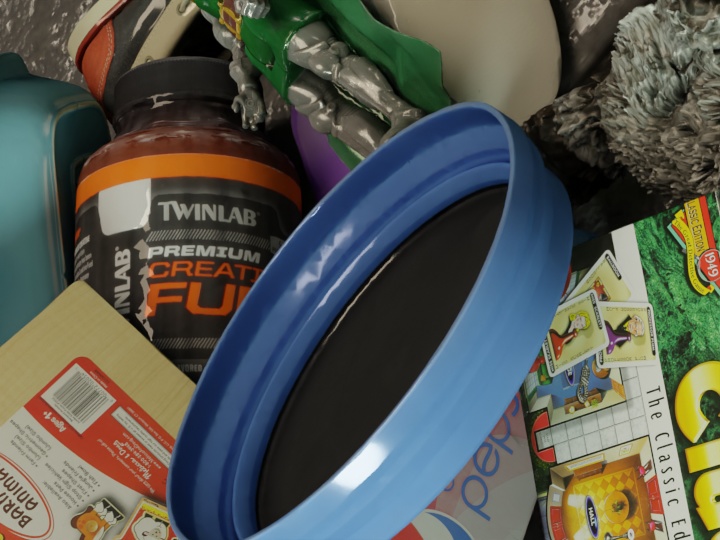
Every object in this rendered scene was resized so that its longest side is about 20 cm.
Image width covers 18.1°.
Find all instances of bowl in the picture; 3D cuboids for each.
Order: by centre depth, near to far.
[{"bbox_3d":[0.003,0.029,0.850,0.201,0.039,0.201,-44,23,24],"label":"bowl"}]

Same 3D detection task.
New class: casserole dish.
[{"bbox_3d":[-0.143,-0.005,1.074,0.039,0.121,0.201,-4,99,12],"label":"casserole dish"}]

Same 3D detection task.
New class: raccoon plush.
[{"bbox_3d":[0.144,-0.026,0.857,0.200,0.097,0.134,-46,57,55],"label":"raccoon plush"}]

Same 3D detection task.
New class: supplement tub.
[{"bbox_3d":[-0.078,0.007,1.027,0.107,0.107,0.201,-19,65,39],"label":"supplement tub"}]

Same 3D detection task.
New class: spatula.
[{"bbox_3d":[0.000,0.000,1.013,0.056,0.021,0.201,-26,61,38],"label":"spatula"}]

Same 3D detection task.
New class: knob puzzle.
[{"bbox_3d":[-0.125,0.130,0.917,0.219,0.030,0.220,-1,65,3],"label":"knob puzzle"}]

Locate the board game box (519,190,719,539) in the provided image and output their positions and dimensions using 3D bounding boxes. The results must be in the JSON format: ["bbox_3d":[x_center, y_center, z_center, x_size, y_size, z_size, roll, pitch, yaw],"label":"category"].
[{"bbox_3d":[0.108,0.082,0.791,0.105,0.023,0.201,-23,69,38],"label":"board game box"}]

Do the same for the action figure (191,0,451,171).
[{"bbox_3d":[-0.033,-0.102,0.993,0.200,0.055,0.118,46,149,34],"label":"action figure"}]

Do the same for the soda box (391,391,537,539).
[{"bbox_3d":[0.020,0.095,0.865,0.063,0.070,0.200,-31,30,51],"label":"soda box"}]

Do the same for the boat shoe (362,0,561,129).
[{"bbox_3d":[0.014,-0.137,0.994,0.072,0.069,0.200,-37,80,-18],"label":"boat shoe"}]

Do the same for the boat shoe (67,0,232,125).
[{"bbox_3d":[-0.060,-0.143,1.083,0.200,0.071,0.063,-43,62,21],"label":"boat shoe"}]

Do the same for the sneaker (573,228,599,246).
[{"bbox_3d":[0.141,0.037,0.836,0.078,0.066,0.200,-49,49,11],"label":"sneaker"}]
